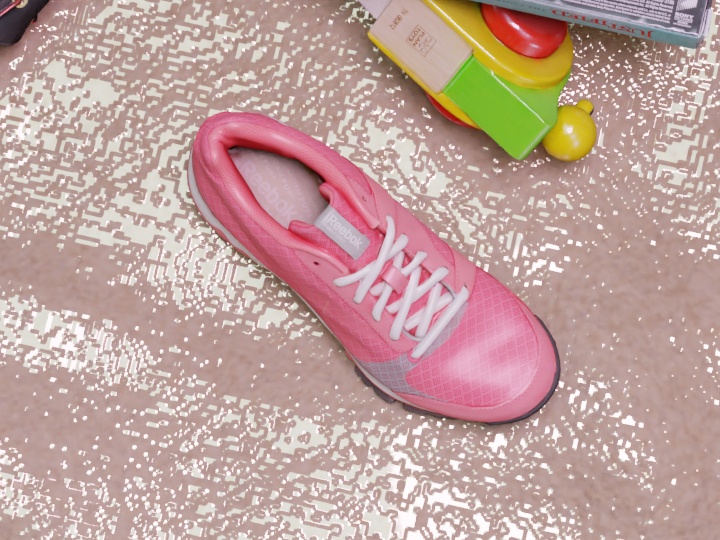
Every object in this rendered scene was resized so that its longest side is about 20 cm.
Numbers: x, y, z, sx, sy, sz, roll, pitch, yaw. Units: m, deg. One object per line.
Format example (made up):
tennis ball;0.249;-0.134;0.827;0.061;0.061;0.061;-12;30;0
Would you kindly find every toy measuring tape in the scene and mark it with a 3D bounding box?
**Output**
toy measuring tape;0.032;-0.124;1.092;0.200;0.074;0.074;43;85;1

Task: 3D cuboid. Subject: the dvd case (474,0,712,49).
dvd case;0.098;-0.204;1.047;0.145;0.022;0.201;12;79;7

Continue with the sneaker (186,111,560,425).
sneaker;0.000;0.000;1.071;0.200;0.087;0.074;37;86;7

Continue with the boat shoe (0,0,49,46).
boat shoe;-0.174;-0.137;1.115;0.201;0.063;0.074;-30;39;-14
